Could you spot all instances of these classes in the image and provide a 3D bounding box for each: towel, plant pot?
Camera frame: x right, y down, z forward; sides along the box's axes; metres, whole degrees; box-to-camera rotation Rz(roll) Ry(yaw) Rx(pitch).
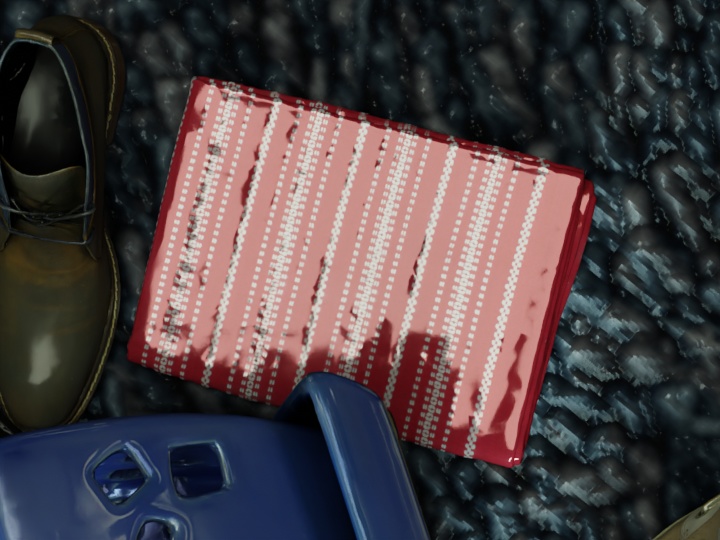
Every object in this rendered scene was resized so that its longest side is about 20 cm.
[{"bbox_3d":[0.000,0.000,1.268,0.199,0.022,0.146,15,94,8],"label":"towel"},{"bbox_3d":[-0.059,0.156,1.181,0.179,0.200,0.201,-18,82,-10],"label":"plant pot"}]

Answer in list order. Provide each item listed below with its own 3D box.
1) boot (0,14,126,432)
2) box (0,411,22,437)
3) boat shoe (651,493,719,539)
[{"bbox_3d":[-0.152,-0.020,1.248,0.074,0.097,0.202,3,91,7],"label":"boot"},{"bbox_3d":[-0.291,0.087,1.283,0.200,0.048,0.193,42,97,7],"label":"box"},{"bbox_3d":[0.180,0.127,1.219,0.199,0.065,0.072,-34,71,4],"label":"boat shoe"}]
